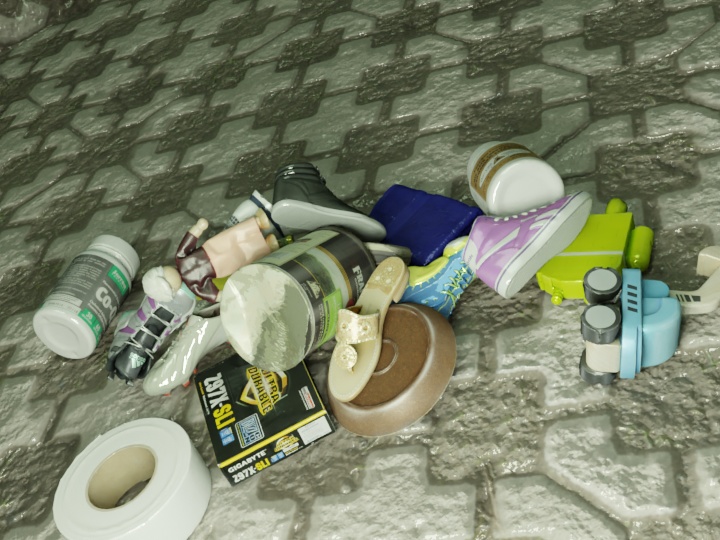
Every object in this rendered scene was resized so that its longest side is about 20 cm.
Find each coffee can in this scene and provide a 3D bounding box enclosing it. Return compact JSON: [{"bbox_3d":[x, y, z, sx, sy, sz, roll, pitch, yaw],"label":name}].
[{"bbox_3d":[-0.081,0.035,1.361,0.144,0.149,0.199,-1,16,28],"label":"coffee can"}]

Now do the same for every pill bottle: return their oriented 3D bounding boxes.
[{"bbox_3d":[-0.456,0.040,1.658,0.111,0.114,0.202,-4,41,25],"label":"pill bottle"},{"bbox_3d":[0.222,-0.129,1.462,0.113,0.116,0.200,-23,20,1],"label":"pill bottle"}]

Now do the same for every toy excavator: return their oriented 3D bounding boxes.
[{"bbox_3d":[0.372,0.048,1.209,0.196,0.101,0.196,3,44,13],"label":"toy excavator"}]

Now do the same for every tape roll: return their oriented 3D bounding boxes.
[{"bbox_3d":[-0.298,0.291,1.288,0.199,0.071,0.204,-16,37,12],"label":"tape roll"}]

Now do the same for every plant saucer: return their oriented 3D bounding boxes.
[{"bbox_3d":[0.032,0.122,1.302,0.197,0.035,0.203,-20,47,23],"label":"plant saucer"}]

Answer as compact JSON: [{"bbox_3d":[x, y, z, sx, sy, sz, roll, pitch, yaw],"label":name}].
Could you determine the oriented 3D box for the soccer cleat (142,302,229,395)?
[{"bbox_3d":[-0.256,0.108,1.487,0.199,0.078,0.069,-39,38,-19],"label":"soccer cleat"}]

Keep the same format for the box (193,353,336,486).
[{"bbox_3d":[-0.136,0.182,1.353,0.158,0.050,0.201,-28,36,-2],"label":"box"}]

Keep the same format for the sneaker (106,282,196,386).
[{"bbox_3d":[-0.315,0.106,1.449,0.200,0.077,0.141,-40,27,43],"label":"sneaker"}]

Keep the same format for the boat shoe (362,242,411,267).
[{"bbox_3d":[0.000,0.000,1.479,0.074,0.075,0.198,3,-6,-43],"label":"boat shoe"}]

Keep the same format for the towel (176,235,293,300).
[{"bbox_3d":[-0.189,-0.002,1.477,0.196,0.087,0.018,-16,55,-4],"label":"towel"}]

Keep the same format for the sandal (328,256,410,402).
[{"bbox_3d":[-0.005,0.061,1.302,0.077,0.070,0.214,6,60,40],"label":"sandal"}]

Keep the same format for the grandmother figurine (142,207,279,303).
[{"bbox_3d":[-0.214,-0.010,1.395,0.197,0.123,0.061,-24,-7,-12],"label":"grandmother figurine"}]

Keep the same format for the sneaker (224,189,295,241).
[{"bbox_3d":[-0.147,-0.041,1.518,0.081,0.201,0.076,-46,55,-12],"label":"sneaker"}]

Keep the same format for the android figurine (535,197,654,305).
[{"bbox_3d":[0.312,-0.025,1.365,0.179,0.041,0.202,-3,41,26],"label":"android figurine"}]

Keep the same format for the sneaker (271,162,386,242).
[{"bbox_3d":[-0.046,-0.103,1.471,0.071,0.197,0.101,-43,43,41],"label":"sneaker"}]

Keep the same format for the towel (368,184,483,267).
[{"bbox_3d":[0.083,-0.061,1.538,0.198,0.050,0.148,20,58,46],"label":"towel"}]

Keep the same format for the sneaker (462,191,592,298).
[{"bbox_3d":[0.222,-0.063,1.339,0.199,0.073,0.114,-38,56,-22],"label":"sneaker"}]

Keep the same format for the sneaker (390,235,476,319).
[{"bbox_3d":[0.126,0.027,1.391,0.197,0.076,0.106,-27,47,8],"label":"sneaker"}]
